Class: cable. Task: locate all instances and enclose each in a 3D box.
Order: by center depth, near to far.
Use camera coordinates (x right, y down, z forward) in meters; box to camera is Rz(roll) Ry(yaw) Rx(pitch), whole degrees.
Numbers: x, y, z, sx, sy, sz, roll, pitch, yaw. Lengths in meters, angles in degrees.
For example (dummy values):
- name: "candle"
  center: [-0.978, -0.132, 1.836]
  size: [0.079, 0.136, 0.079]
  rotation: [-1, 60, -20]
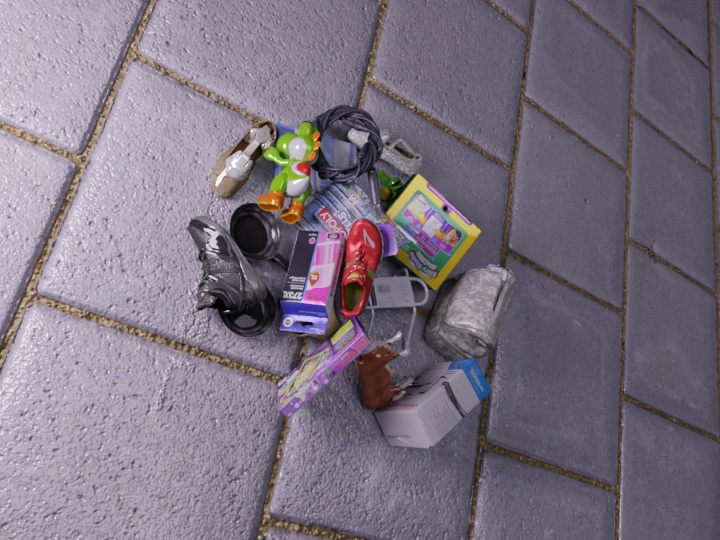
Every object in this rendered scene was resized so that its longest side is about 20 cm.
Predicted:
- name: "cable"
  center: [-0.032, -0.263, 1.308]
  size: [0.162, 0.051, 0.201]
  rotation: [-13, 59, -11]

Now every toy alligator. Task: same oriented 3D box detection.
- name: "toy alligator"
  center: [0.097, -0.143, 1.421]
  size: [0.059, 0.054, 0.201]
  rotation: [-23, 90, -36]

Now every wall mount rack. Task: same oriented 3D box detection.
- name: "wall mount rack"
  center: [0.056, 0.083, 1.325]
  size: [0.199, 0.074, 0.175]
  rotation: [-1, 74, -34]

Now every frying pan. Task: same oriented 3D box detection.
- name: "frying pan"
  center: [-0.187, 0.053, 1.185]
  size: [0.190, 0.031, 0.115]
  rotation: [-34, 91, -33]
- name: "frying pan"
  center: [-0.179, -0.057, 1.220]
  size: [0.189, 0.031, 0.116]
  rotation: [30, 61, -32]

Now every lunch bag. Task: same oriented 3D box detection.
- name: "lunch bag"
  center: [0.259, 0.095, 1.393]
  size: [0.139, 0.167, 0.201]
  rotation: [40, 58, -18]

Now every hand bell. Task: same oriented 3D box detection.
- name: "hand bell"
  center: [-0.035, 0.147, 1.248]
  size: [0.200, 0.104, 0.104]
  rotation: [46, 56, -28]

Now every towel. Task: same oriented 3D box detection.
- name: "towel"
  center: [-0.092, -0.231, 1.341]
  size: [0.199, 0.024, 0.148]
  rotation: [10, 71, -31]

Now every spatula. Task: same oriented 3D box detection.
- name: "spatula"
  center: [0.034, -0.123, 1.254]
  size: [0.056, 0.021, 0.201]
  rotation: [-11, 67, 9]

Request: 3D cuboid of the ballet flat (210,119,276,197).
- name: "ballet flat"
  center: [-0.228, -0.230, 1.224]
  size: [0.070, 0.065, 0.201]
  rotation: [36, 60, -17]

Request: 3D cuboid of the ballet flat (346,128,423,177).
- name: "ballet flat"
  center: [0.063, -0.289, 1.432]
  size: [0.199, 0.072, 0.072]
  rotation: [26, 64, -27]

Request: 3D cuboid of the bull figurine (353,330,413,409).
- name: "bull figurine"
  center: [0.038, 0.190, 1.236]
  size: [0.121, 0.065, 0.201]
  rotation: [-17, 124, -14]

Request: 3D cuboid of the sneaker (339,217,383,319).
- name: "sneaker"
  center: [0.000, 0.000, 1.191]
  size: [0.076, 0.085, 0.202]
  rotation: [8, 101, 5]

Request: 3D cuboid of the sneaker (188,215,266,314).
- name: "sneaker"
  center: [-0.268, -0.004, 1.115]
  size: [0.114, 0.076, 0.200]
  rotation: [-33, 85, -36]

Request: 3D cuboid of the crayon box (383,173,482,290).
- name: "crayon box"
  center: [0.140, -0.084, 1.381]
  size: [0.200, 0.058, 0.173]
  rotation: [40, 86, -11]

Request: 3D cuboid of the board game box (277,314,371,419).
- name: "board game box"
  center: [-0.069, 0.171, 1.128]
  size: [0.200, 0.120, 0.032]
  rotation: [-42, 101, 2]

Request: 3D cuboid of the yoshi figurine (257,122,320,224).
- name: "yoshi figurine"
  center: [-0.141, -0.200, 1.242]
  size: [0.111, 0.113, 0.201]
  rotation: [14, 72, 5]

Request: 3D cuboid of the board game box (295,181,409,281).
- name: "board game box"
  center: [-0.039, -0.066, 1.277]
  size: [0.200, 0.062, 0.200]
  rotation: [-43, 95, -15]

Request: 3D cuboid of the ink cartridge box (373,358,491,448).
- name: "ink cartridge box"
  center: [0.149, 0.273, 1.283]
  size: [0.199, 0.146, 0.085]
  rotation: [-31, 96, -36]

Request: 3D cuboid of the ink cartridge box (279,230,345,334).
- name: "ink cartridge box"
  center: [-0.093, 0.019, 1.181]
  size: [0.037, 0.094, 0.201]
  rotation: [57, 40, -62]
